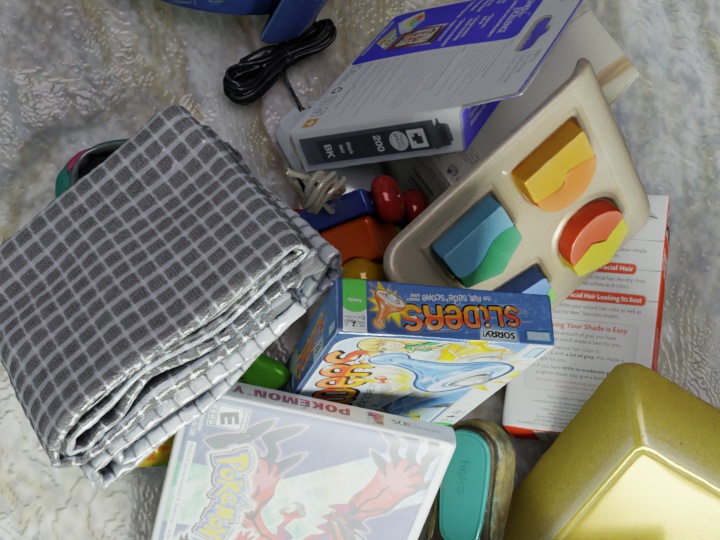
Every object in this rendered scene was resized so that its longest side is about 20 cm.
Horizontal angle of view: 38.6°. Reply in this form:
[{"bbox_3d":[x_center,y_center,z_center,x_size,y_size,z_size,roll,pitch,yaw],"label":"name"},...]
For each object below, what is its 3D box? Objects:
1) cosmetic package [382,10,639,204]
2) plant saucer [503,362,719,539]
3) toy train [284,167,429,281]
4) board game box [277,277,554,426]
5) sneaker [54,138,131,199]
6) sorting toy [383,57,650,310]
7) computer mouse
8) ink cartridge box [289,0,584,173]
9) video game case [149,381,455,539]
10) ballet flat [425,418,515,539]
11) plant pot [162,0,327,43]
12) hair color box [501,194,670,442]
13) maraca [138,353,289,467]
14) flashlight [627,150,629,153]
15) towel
[{"bbox_3d":[0.123,-0.120,0.855,0.200,0.105,0.071,-35,84,-16],"label":"cosmetic package"},{"bbox_3d":[0.222,0.193,0.758,0.199,0.200,0.048,30,28,-3],"label":"plant saucer"},{"bbox_3d":[0.000,0.000,0.710,0.084,0.200,0.116,-20,80,17],"label":"toy train"},{"bbox_3d":[0.025,0.063,0.680,0.135,0.200,0.035,5,66,-13],"label":"board game box"},{"bbox_3d":[-0.140,-0.031,0.764,0.200,0.121,0.084,30,72,-3],"label":"sneaker"},{"bbox_3d":[0.125,-0.024,0.733,0.200,0.185,0.036,-46,49,-3],"label":"sorting toy"},{"bbox_3d":[-0.028,-0.107,0.850,0.109,0.044,0.201,-27,83,-18],"label":"computer mouse"},{"bbox_3d":[0.073,-0.153,0.784,0.198,0.199,0.043,-54,128,-40],"label":"ink cartridge box"},{"bbox_3d":[-0.049,0.173,0.716,0.181,0.201,0.023,13,29,-9],"label":"video game case"},{"bbox_3d":[0.080,0.211,0.779,0.070,0.071,0.201,10,91,-10],"label":"ballet flat"},{"bbox_3d":[-0.076,-0.312,0.807,0.179,0.200,0.201,26,62,-13],"label":"plant pot"},{"bbox_3d":[0.185,0.039,0.828,0.110,0.064,0.201,5,74,21],"label":"hair color box"},{"bbox_3d":[-0.144,0.072,0.722,0.199,0.107,0.138,-15,107,24],"label":"maraca"},{"bbox_3d":[0.120,-0.039,0.815,0.200,0.068,0.068,-45,55,6],"label":"flashlight"},{"bbox_3d":[-0.130,0.007,0.628,0.200,0.086,0.166,-41,49,-5],"label":"towel"}]
